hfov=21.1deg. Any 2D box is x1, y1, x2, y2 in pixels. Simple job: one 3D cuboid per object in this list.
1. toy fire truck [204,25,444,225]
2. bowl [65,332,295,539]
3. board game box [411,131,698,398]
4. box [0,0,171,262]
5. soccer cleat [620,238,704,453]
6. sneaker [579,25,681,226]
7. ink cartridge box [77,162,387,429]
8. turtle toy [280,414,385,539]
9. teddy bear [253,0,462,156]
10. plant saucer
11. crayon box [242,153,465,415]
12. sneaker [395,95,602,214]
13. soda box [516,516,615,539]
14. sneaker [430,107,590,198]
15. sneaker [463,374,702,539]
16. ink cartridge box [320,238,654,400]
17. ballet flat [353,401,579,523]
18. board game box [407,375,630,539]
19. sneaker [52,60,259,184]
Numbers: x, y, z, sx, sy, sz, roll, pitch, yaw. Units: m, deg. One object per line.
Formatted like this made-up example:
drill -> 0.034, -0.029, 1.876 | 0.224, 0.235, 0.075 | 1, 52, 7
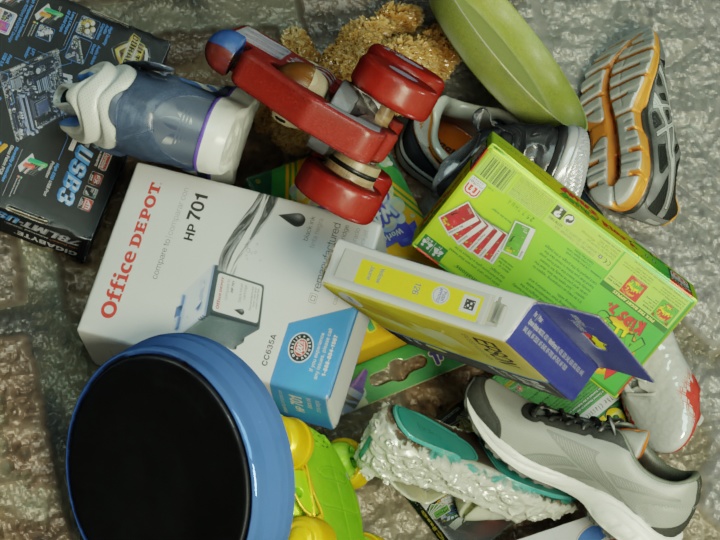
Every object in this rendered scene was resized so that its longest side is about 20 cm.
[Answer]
toy fire truck -> -0.037, -0.128, 1.442 | 0.168, 0.200, 0.112 | 28, 102, 0
bowl -> -0.134, 0.146, 1.378 | 0.039, 0.200, 0.201 | -6, 65, -52
board game box -> 0.149, -0.004, 1.488 | 0.200, 0.048, 0.102 | 37, 106, -6
box -> -0.275, -0.132, 1.539 | 0.198, 0.050, 0.201 | 21, 63, -7
soccer cleat -> 0.223, 0.055, 1.559 | 0.085, 0.068, 0.201 | 32, 41, -41
sneaker -> 0.240, -0.123, 1.672 | 0.077, 0.078, 0.201 | 32, 52, -33
ink cartridge box -> -0.095, 0.019, 1.467 | 0.199, 0.086, 0.147 | 15, 72, 8
turtle toy -> -0.047, 0.201, 1.418 | 0.101, 0.146, 0.201 | -20, 68, 19
teddy bear -> -0.001, -0.170, 1.604 | 0.199, 0.067, 0.145 | -20, 51, -22
plant saucer -> 0.117, -0.186, 1.622 | 0.031, 0.200, 0.200 | -38, 78, 18
crayon box -> 0.000, 0.000, 1.556 | 0.125, 0.052, 0.201 | -21, 75, -22
sneaker -> 0.126, -0.075, 1.610 | 0.199, 0.079, 0.079 | 29, 61, -3
soda box -> 0.149, 0.237, 1.488 | 0.199, 0.064, 0.068 | -15, 72, -21
sneaker -> 0.105, -0.033, 1.549 | 0.113, 0.076, 0.201 | 17, 106, -3
sneaker -> 0.168, 0.133, 1.460 | 0.200, 0.080, 0.074 | 32, 21, 10
ink cartridge box -> 0.096, 0.045, 1.393 | 0.199, 0.198, 0.047 | 20, 82, 24
ballet flat -> 0.076, 0.155, 1.473 | 0.200, 0.072, 0.072 | 24, 60, -31
board game box -> 0.122, 0.137, 1.546 | 0.200, 0.023, 0.105 | -34, 79, -25
sneaker -> -0.161, -0.123, 1.499 | 0.146, 0.200, 0.081 | 18, 95, 1
